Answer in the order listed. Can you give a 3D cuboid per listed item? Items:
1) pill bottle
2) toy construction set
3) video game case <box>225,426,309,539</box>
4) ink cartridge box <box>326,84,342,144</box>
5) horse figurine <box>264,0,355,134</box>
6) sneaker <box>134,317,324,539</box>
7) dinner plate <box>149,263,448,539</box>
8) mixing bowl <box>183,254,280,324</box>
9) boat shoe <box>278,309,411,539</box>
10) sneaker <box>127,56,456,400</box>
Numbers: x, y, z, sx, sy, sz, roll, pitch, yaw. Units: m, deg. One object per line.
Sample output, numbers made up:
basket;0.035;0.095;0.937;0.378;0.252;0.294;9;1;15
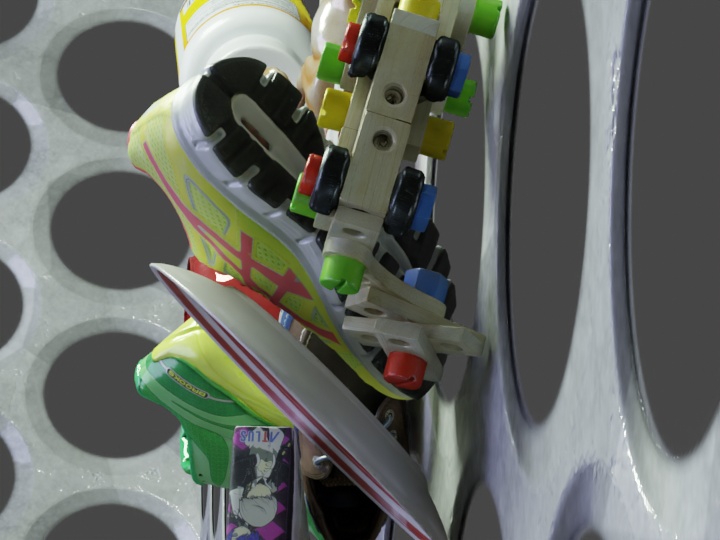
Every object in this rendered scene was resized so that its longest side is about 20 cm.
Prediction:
pill bottle;-0.083;-0.155;2.102;0.200;0.109;0.110;-105;18;-71
toy construction set;0.013;-0.051;1.237;0.131;0.092;0.201;113;159;-73
video game case;-0.050;0.197;1.456;0.200;0.036;0.182;87;-174;-68
ink cartridge box;0.000;0.000;1.576;0.200;0.050;0.161;102;169;-48
horse figurine;-0.018;-0.144;1.719;0.132;0.050;0.201;-163;83;-66
sneaker;-0.062;0.097;1.656;0.200;0.083;0.074;51;-154;-36
dinner plate;-0.022;0.062;1.322;0.024;0.200;0.200;-44;2;-7
mixing bowl;-0.060;0.042;1.826;0.200;0.108;0.201;-178;90;-85
boat shoe;-0.001;0.078;1.481;0.200;0.072;0.073;84;178;-52
sneaker;-0.033;-0.016;1.320;0.090;0.200;0.078;-14;33;45
